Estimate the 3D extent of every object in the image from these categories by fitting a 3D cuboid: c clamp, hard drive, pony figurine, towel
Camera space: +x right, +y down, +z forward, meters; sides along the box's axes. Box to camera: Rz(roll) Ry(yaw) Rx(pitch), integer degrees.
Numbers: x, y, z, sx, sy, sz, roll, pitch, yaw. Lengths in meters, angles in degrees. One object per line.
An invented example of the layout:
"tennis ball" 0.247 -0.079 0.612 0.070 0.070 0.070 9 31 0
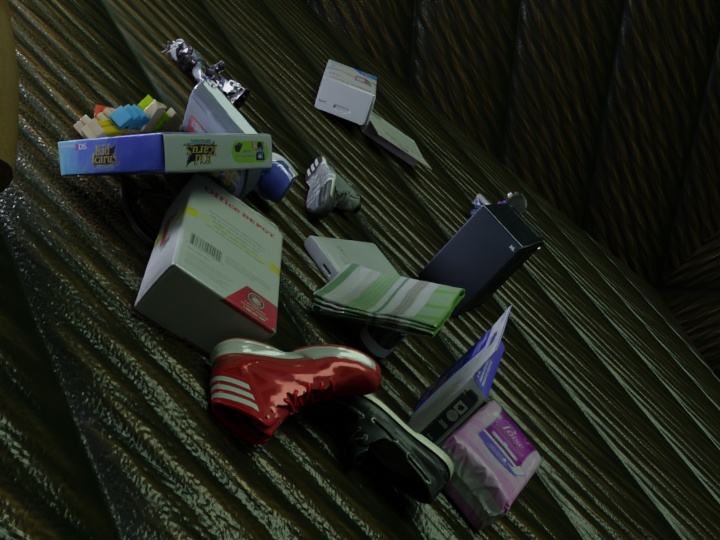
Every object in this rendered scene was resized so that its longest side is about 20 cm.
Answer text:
"c clamp" -0.255 -0.081 1.045 0.172 0.027 0.199 55 23 14
"hard drive" 0.000 0.000 1.322 0.133 0.027 0.199 52 24 23
"pony figurine" 0.390 -0.133 2.098 0.192 0.168 0.200 29 9 -47
"towel" 0.042 0.037 1.140 0.196 0.031 0.149 11 29 22

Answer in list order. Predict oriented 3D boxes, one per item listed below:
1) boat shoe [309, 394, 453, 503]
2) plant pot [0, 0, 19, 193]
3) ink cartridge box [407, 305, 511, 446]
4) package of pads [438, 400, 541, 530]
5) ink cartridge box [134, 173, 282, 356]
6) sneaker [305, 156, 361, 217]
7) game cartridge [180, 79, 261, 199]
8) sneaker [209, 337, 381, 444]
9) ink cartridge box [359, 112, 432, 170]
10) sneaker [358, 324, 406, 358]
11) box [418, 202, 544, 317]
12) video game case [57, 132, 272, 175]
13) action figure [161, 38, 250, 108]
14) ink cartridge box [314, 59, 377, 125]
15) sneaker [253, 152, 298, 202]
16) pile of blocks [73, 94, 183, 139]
"boat shoe" 0.014 0.208 0.908 0.198 0.075 0.066 36 40 3
"plant pot" -0.418 -0.171 0.760 0.185 0.185 0.203 1 60 -58
"ink cartridge box" 0.144 0.154 1.054 0.043 0.201 0.198 41 22 3
"package of pads" 0.176 0.267 1.071 0.121 0.076 0.199 51 23 13
"ink cartridge box" -0.175 -0.003 0.928 0.144 0.083 0.202 36 28 -24
"sneaker" -0.041 -0.138 1.445 0.115 0.075 0.201 35 22 -23
"game cartridge" -0.201 -0.169 1.099 0.133 0.200 0.041 45 63 -1
"sneaker" -0.071 0.145 0.846 0.196 0.079 0.117 4 44 -8
"ink cartridge box" 0.087 -0.343 2.068 0.198 0.045 0.177 28 25 -31
"sneaker" 0.063 0.070 1.216 0.066 0.091 0.200 43 22 3
"box" 0.248 -0.028 1.561 0.123 0.200 0.198 47 22 13
"video game case" -0.241 -0.144 0.956 0.197 0.047 0.180 3 9 35
"action figure" -0.297 -0.377 1.451 0.201 0.070 0.129 50 28 24
"ink cartridge box" -0.034 -0.460 1.974 0.142 0.086 0.201 18 28 -7
"sneaker" -0.208 -0.178 1.240 0.198 0.081 0.115 39 25 9
"pile of blocks" -0.330 -0.219 1.085 0.062 0.082 0.200 44 22 5
